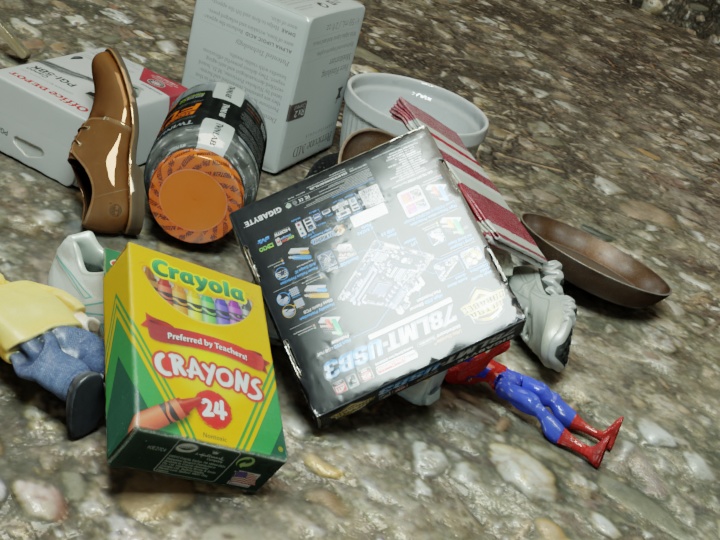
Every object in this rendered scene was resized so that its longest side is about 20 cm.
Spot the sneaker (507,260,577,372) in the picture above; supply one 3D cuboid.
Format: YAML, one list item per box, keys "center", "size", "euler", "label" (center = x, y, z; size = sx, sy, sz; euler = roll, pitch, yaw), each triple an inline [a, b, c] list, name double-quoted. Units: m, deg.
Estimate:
- center: [0.178, 0.045, 1.081]
  size: [0.079, 0.077, 0.200]
  euler: [8, 19, -1]
  label: "sneaker"

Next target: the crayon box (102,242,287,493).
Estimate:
- center: [-0.131, 0.060, 0.791]
  size: [0.126, 0.051, 0.202]
  euler: [19, 40, -34]
  label: "crayon box"

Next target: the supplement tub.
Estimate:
- center: [-0.166, -0.117, 1.120]
  size: [0.120, 0.124, 0.201]
  euler: [13, 27, -8]
  label: "supplement tub"

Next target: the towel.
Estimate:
- center: [0.116, -0.090, 1.104]
  size: [0.143, 0.023, 0.201]
  euler: [19, 35, -56]
  label: "towel"

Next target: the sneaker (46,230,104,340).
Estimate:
- center: [-0.188, 0.037, 0.870]
  size: [0.198, 0.081, 0.070]
  euler: [27, 27, 17]
  label: "sneaker"

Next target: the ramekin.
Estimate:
- center: [0.064, -0.177, 1.382]
  size: [0.197, 0.107, 0.201]
  euler: [14, 27, -7]
  label: "ramekin"

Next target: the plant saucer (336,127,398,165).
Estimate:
- center: [0.039, -0.045, 1.023]
  size: [0.199, 0.036, 0.203]
  euler: [32, 42, -34]
  label: "plant saucer"

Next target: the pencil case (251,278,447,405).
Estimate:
- center: [-0.009, 0.050, 0.943]
  size: [0.197, 0.084, 0.091]
  euler: [21, 46, 9]
  label: "pencil case"

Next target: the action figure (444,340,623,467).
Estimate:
- center: [0.151, 0.086, 0.955]
  size: [0.198, 0.100, 0.065]
  euler: [26, 27, 22]
  label: "action figure"

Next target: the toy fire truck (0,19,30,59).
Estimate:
- center: [-0.536, -0.326, 1.330]
  size: [0.196, 0.131, 0.177]
  euler: [1, 29, -8]
  label: "toy fire truck"

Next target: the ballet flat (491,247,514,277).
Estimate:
- center: [0.122, -0.040, 1.154]
  size: [0.070, 0.073, 0.200]
  euler: [11, 12, -11]
  label: "ballet flat"

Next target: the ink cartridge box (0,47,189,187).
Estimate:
- center: [-0.314, -0.183, 1.201]
  size: [0.145, 0.084, 0.200]
  euler: [26, 28, 16]
  label: "ink cartridge box"

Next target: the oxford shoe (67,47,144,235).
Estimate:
- center: [-0.265, -0.137, 1.060]
  size: [0.070, 0.071, 0.204]
  euler: [-1, 73, -24]
  label: "oxford shoe"

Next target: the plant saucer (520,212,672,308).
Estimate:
- center: [0.273, -0.008, 1.230]
  size: [0.197, 0.035, 0.201]
  euler: [24, 17, -8]
  label: "plant saucer"

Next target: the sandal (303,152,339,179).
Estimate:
- center: [-0.042, -0.085, 1.231]
  size: [0.074, 0.046, 0.200]
  euler: [22, 42, 23]
  label: "sandal"

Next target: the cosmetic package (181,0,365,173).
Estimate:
- center: [-0.117, -0.262, 1.332]
  size: [0.163, 0.203, 0.165]
  euler: [24, 28, 18]
  label: "cosmetic package"

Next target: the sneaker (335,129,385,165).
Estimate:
- center: [-0.014, -0.061, 1.085]
  size: [0.078, 0.089, 0.201]
  euler: [50, 38, -21]
  label: "sneaker"

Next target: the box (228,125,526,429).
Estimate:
- center: [0.012, 0.002, 0.891]
  size: [0.197, 0.050, 0.201]
  euler: [-24, 72, -7]
  label: "box"

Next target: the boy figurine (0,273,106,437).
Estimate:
- center: [-0.270, 0.050, 0.814]
  size: [0.198, 0.065, 0.124]
  euler: [28, 30, 23]
  label: "boy figurine"
